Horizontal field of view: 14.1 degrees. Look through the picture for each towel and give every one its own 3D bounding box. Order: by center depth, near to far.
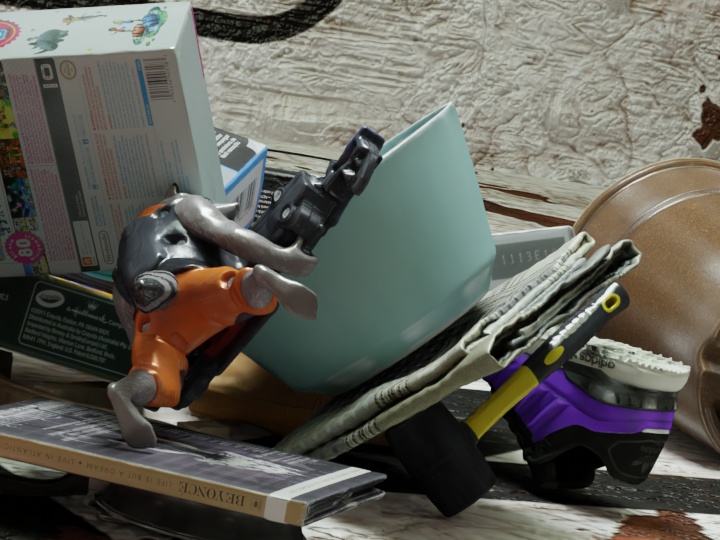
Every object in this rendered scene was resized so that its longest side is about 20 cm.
[{"bbox_3d":[0.048,0.046,1.667,0.200,0.035,0.193,-29,2,36],"label":"towel"}]

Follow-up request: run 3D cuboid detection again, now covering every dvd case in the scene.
[{"bbox_3d":[-0.100,0.097,1.495,0.200,0.016,0.149,11,4,15],"label":"dvd case"}]

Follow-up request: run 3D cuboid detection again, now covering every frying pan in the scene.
[{"bbox_3d":[-0.118,0.114,1.533,0.190,0.031,0.115,15,6,13],"label":"frying pan"}]

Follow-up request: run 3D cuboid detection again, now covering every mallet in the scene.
[{"bbox_3d":[0.088,0.059,1.709,0.066,0.200,0.041,47,-35,-8],"label":"mallet"}]

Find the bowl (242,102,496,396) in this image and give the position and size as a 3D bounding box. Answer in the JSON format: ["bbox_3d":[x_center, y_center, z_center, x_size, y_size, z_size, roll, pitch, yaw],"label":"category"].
[{"bbox_3d":[0.000,0.000,1.697,0.201,0.105,0.201,-34,3,2],"label":"bowl"}]

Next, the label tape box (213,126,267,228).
[{"bbox_3d":[-0.179,-0.060,1.858,0.200,0.066,0.143,22,31,11],"label":"label tape box"}]

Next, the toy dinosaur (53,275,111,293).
[{"bbox_3d":[-0.176,0.001,1.917,0.200,0.101,0.058,-3,-9,-12],"label":"toy dinosaur"}]

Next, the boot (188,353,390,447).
[{"bbox_3d":[-0.029,0.067,1.864,0.144,0.071,0.201,12,10,10],"label":"boot"}]

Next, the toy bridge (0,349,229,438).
[{"bbox_3d":[-0.169,0.080,1.709,0.200,0.027,0.067,16,9,36],"label":"toy bridge"}]

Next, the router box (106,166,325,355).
[{"bbox_3d":[-0.077,0.002,1.974,0.200,0.149,0.051,10,4,-9],"label":"router box"}]

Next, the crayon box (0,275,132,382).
[{"bbox_3d":[-0.179,0.034,1.792,0.126,0.052,0.200,17,-3,-7],"label":"crayon box"}]

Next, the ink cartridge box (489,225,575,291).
[{"bbox_3d":[0.026,0.013,1.882,0.200,0.044,0.174,-7,-5,-11],"label":"ink cartridge box"}]

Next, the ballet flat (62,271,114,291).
[{"bbox_3d":[-0.187,-0.031,1.758,0.200,0.067,0.064,15,-8,12],"label":"ballet flat"}]

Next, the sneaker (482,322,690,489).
[{"bbox_3d":[0.114,0.084,1.816,0.070,0.100,0.200,5,8,-39],"label":"sneaker"}]

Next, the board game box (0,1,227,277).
[{"bbox_3d":[-0.185,-0.071,1.643,0.200,0.148,0.064,-3,34,8],"label":"board game box"}]

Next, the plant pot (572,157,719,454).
[{"bbox_3d":[0.266,0.043,2.090,0.200,0.200,0.198,8,16,-24],"label":"plant pot"}]

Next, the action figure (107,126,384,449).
[{"bbox_3d":[-0.076,-0.008,1.533,0.105,0.200,0.193,36,9,-19],"label":"action figure"}]
